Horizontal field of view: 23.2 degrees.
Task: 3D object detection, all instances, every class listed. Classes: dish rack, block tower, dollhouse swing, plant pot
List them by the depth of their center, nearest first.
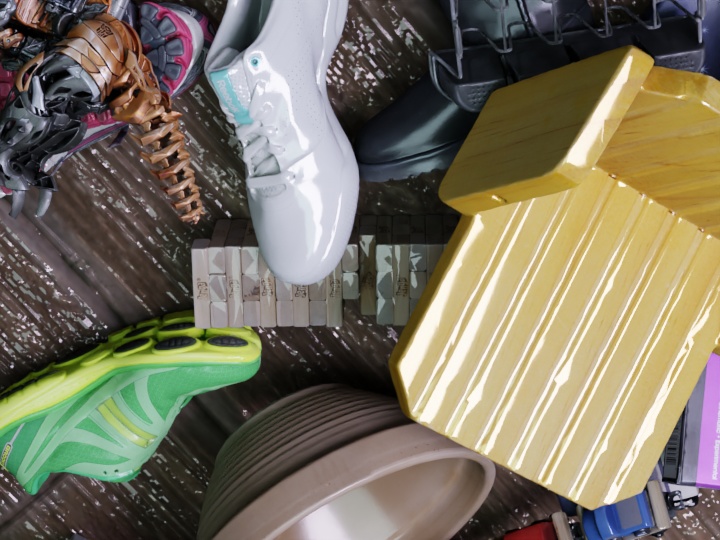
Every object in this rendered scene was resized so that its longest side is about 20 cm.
[{"bbox_3d":[0.142,0.020,0.901,0.200,0.182,0.176,29,73,-22],"label":"dollhouse swing"},{"bbox_3d":[0.107,-0.181,0.917,0.153,0.055,0.201,-9,118,-3],"label":"dish rack"},{"bbox_3d":[0.000,0.000,1.063,0.199,0.058,0.054,-1,110,2],"label":"block tower"},{"bbox_3d":[-0.025,0.134,1.070,0.201,0.201,0.093,-40,64,16],"label":"plant pot"}]

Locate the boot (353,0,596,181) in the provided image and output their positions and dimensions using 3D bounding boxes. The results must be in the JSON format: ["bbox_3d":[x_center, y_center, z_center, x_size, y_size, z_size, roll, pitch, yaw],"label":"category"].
[{"bbox_3d":[0.044,-0.167,0.989,0.164,0.066,0.201,-21,112,0],"label":"boot"}]

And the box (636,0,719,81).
[{"bbox_3d":[0.241,-0.159,1.002,0.121,0.032,0.200,29,110,-8],"label":"box"}]

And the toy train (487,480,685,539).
[{"bbox_3d":[0.108,0.169,1.079,0.200,0.046,0.034,-26,67,32],"label":"toy train"}]

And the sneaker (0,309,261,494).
[{"bbox_3d":[-0.143,0.083,1.095,0.199,0.074,0.084,-21,106,20],"label":"sneaker"}]

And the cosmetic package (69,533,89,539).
[{"bbox_3d":[-0.107,0.243,1.105,0.199,0.151,0.052,27,92,-7],"label":"cosmetic package"}]

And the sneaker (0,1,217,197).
[{"bbox_3d":[-0.172,-0.098,1.030,0.199,0.075,0.081,-17,94,23],"label":"sneaker"}]

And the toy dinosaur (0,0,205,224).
[{"bbox_3d":[-0.163,-0.104,0.940,0.136,0.102,0.200,-44,62,7],"label":"toy dinosaur"}]

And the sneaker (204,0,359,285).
[{"bbox_3d":[-0.053,-0.091,0.986,0.075,0.088,0.201,-2,91,34],"label":"sneaker"}]

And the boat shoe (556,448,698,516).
[{"bbox_3d":[0.140,0.064,1.068,0.092,0.075,0.201,-14,108,15],"label":"boat shoe"}]

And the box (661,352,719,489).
[{"bbox_3d":[0.282,0.066,1.035,0.199,0.036,0.144,8,84,-8],"label":"box"}]
